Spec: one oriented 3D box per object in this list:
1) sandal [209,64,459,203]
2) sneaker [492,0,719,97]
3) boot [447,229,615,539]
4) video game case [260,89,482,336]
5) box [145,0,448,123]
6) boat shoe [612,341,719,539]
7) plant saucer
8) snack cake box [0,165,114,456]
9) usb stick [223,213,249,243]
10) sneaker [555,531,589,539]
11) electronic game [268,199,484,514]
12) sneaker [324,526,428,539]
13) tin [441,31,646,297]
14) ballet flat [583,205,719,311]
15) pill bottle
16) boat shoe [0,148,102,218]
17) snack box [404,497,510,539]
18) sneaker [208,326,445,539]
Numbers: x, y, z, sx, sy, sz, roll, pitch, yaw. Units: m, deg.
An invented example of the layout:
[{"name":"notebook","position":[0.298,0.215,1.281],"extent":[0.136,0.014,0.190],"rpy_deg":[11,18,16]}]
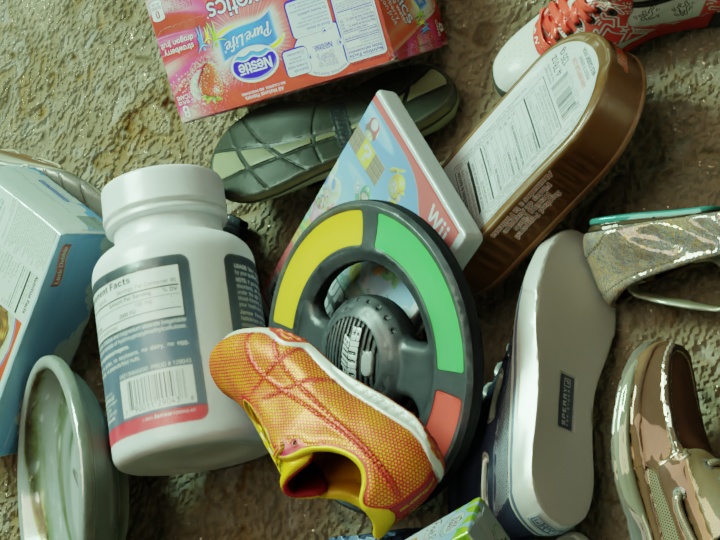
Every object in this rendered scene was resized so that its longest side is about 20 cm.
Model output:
[{"name":"sandal","position":[-0.019,-0.090,1.089],"extent":[0.199,0.057,0.080],"rpy_deg":[-15,55,13]},{"name":"sneaker","position":[0.155,-0.183,0.965],"extent":[0.200,0.108,0.068],"rpy_deg":[-19,59,28]},{"name":"boot","position":[0.100,0.073,0.920],"extent":[0.090,0.072,0.201],"rpy_deg":[-26,42,48]},{"name":"video game case","position":[0.000,0.000,1.003],"extent":[0.201,0.017,0.144],"rpy_deg":[-58,44,33]},{"name":"box","position":[-0.048,-0.185,1.101],"extent":[0.199,0.095,0.101],"rpy_deg":[-12,98,32]},{"name":"boat shoe","position":[0.188,0.137,0.814],"extent":[0.071,0.075,0.202],"rpy_deg":[-14,71,33]},{"name":"plant saucer","position":[-0.207,0.162,1.079],"extent":[0.200,0.050,0.202],"rpy_deg":[179,90,-65]},{"name":"snack cake box","position":[-0.278,0.032,1.164],"extent":[0.115,0.067,0.201],"rpy_deg":[34,110,29]},{"name":"usb stick","position":[-0.140,0.050,1.125],"extent":[0.055,0.033,0.201],"rpy_deg":[15,79,40]},{"name":"sneaker","position":[0.068,0.222,0.883],"extent":[0.199,0.075,0.087],"rpy_deg":[-30,42,18]},{"name":"electronic game","position":[0.005,0.055,0.942],"extent":[0.199,0.041,0.202],"rpy_deg":[2,93,49]},{"name":"sneaker","position":[0.000,0.209,0.916],"extent":[0.200,0.077,0.086],"rpy_deg":[-27,68,52]},{"name":"tin","position":[0.104,-0.069,0.958],"extent":[0.200,0.042,0.112],"rpy_deg":[-48,24,26]},{"name":"ballet flat","position":[0.227,-0.012,0.876],"extent":[0.199,0.068,0.068],"rpy_deg":[-11,83,38]},{"name":"pill bottle","position":[-0.127,0.035,1.044],"extent":[0.119,0.119,0.202],"rpy_deg":[-19,71,28]},{"name":"boat shoe","position":[-0.262,-0.060,1.233],"extent":[0.199,0.072,0.076],"rpy_deg":[25,107,19]},{"name":"snack box","position":[0.062,0.246,0.806],"extent":[0.142,0.053,0.201],"rpy_deg":[-33,94,18]},{"name":"sneaker","position":[-0.038,0.092,0.899],"extent":[0.077,0.073,0.199],"rpy_deg":[-39,40,-23]}]
